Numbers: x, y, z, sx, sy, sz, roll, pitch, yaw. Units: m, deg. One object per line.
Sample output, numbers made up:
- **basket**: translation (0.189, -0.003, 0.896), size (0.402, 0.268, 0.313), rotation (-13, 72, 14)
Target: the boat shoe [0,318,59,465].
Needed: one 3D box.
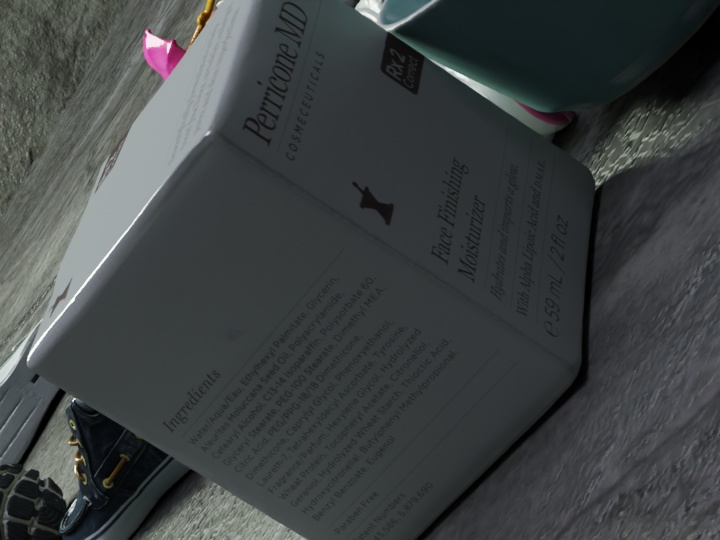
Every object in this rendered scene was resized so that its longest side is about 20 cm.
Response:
- **boat shoe**: translation (-0.313, 0.125, 2.009), size (0.200, 0.072, 0.071), rotation (-50, 4, -13)

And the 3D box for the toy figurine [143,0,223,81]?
- **toy figurine**: translation (-0.129, -0.252, 2.102), size (0.185, 0.150, 0.200), rotation (-59, -10, 31)

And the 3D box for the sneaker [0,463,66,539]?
- **sneaker**: translation (-0.275, 0.223, 1.660), size (0.080, 0.077, 0.201), rotation (-56, 12, 39)

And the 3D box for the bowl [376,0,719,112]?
- **bowl**: translation (0.112, -0.154, 1.092), size (0.201, 0.105, 0.201), rotation (-44, 12, 12)

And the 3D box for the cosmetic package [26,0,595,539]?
- **cosmetic package**: translation (-0.019, -0.002, 1.048), size (0.165, 0.199, 0.165), rotation (-47, 18, 32)

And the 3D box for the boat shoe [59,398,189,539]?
- **boat shoe**: translation (-0.166, 0.115, 1.490), size (0.200, 0.091, 0.071), rotation (-46, 18, 36)

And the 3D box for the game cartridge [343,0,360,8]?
- **game cartridge**: translation (0.037, -0.249, 1.436), size (0.200, 0.041, 0.133), rotation (-52, -2, -37)

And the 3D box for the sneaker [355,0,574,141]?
- **sneaker**: translation (0.034, -0.088, 1.238), size (0.089, 0.081, 0.200), rotation (-61, 29, 9)
